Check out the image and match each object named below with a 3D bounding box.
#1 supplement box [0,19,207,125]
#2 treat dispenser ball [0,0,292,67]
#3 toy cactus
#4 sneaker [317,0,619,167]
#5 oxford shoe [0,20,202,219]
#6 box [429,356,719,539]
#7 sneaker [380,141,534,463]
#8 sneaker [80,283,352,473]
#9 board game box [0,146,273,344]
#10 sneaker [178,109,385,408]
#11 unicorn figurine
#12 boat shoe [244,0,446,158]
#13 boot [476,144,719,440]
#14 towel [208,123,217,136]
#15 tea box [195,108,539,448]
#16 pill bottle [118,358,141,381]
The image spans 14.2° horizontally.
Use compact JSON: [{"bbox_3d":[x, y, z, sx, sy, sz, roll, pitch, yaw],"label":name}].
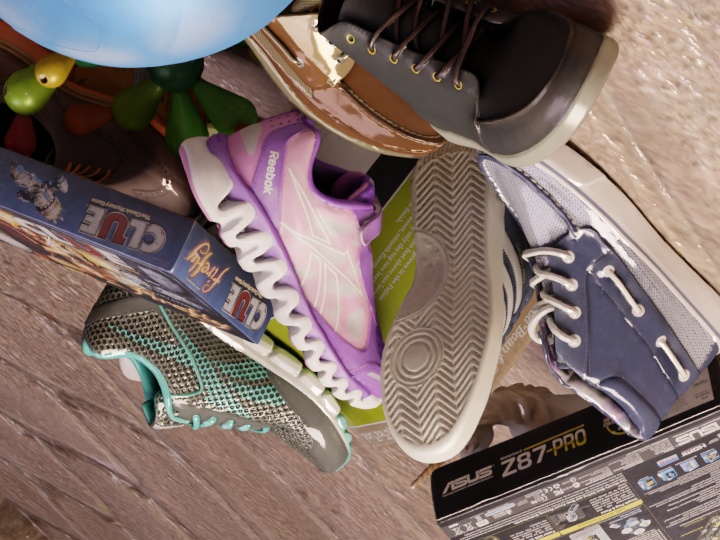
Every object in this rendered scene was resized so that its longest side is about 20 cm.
[{"bbox_3d":[-0.185,-0.139,1.804,0.066,0.069,0.200,-29,129,30],"label":"supplement box"},{"bbox_3d":[-0.104,-0.195,1.349,0.201,0.201,0.201,35,165,11],"label":"treat dispenser ball"},{"bbox_3d":[-0.114,-0.138,1.677,0.102,0.199,0.166,-95,0,-68],"label":"toy cactus"},{"bbox_3d":[0.047,-0.111,1.471,0.106,0.075,0.200,33,169,-20],"label":"sneaker"},{"bbox_3d":[-0.178,-0.073,1.772,0.200,0.073,0.071,31,132,-26],"label":"oxford shoe"},{"bbox_3d":[0.167,0.149,1.799,0.161,0.200,0.049,51,-158,-39],"label":"box"},{"bbox_3d":[0.066,0.025,1.669,0.075,0.201,0.085,-4,152,30],"label":"sneaker"},{"bbox_3d":[-0.094,0.072,1.814,0.200,0.091,0.078,41,166,-13],"label":"sneaker"},{"bbox_3d":[-0.160,-0.023,1.701,0.200,0.035,0.135,21,169,26],"label":"board game box"},{"bbox_3d":[-0.019,-0.010,1.647,0.200,0.088,0.081,57,-177,-27],"label":"sneaker"},{"bbox_3d":[0.138,0.107,1.859,0.137,0.199,0.074,57,-160,-59],"label":"unicorn figurine"},{"bbox_3d":[-0.025,-0.139,1.584,0.200,0.076,0.074,38,162,-5],"label":"boat shoe"},{"bbox_3d":[0.122,0.005,1.635,0.200,0.090,0.073,42,165,-16],"label":"boot"},{"bbox_3d":[-0.131,-0.070,1.990,0.199,0.018,0.086,8,134,29],"label":"towel"},{"bbox_3d":[0.000,0.000,1.821,0.197,0.134,0.200,41,165,-9],"label":"tea box"},{"bbox_3d":[-0.060,0.030,1.982,0.199,0.112,0.111,5,159,6],"label":"pill bottle"}]
